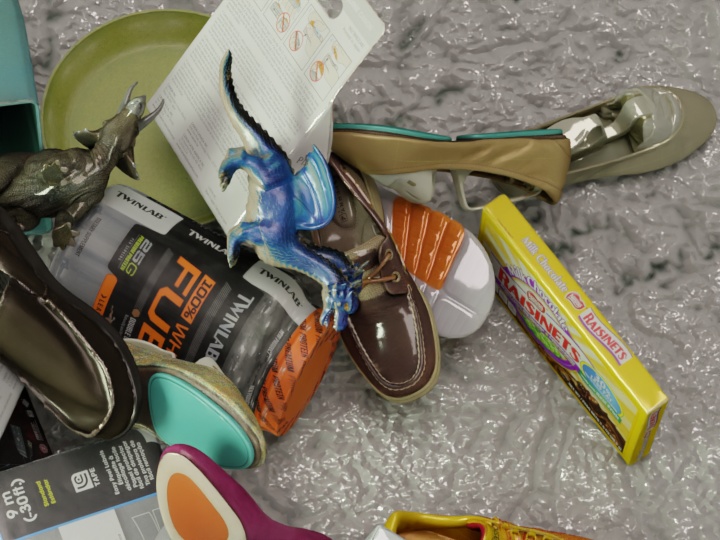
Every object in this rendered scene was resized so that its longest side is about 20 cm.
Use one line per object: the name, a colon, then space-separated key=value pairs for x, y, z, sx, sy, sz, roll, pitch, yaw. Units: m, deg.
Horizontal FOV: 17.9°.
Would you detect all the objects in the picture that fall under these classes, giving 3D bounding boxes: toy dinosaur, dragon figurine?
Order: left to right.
toy dinosaur: x=-0.233 y=-0.059 z=1.630 sx=0.199 sy=0.102 sz=0.077 roll=-18 pitch=106 yaw=16
dragon figurine: x=-0.048 y=-0.056 z=1.598 sx=0.098 sy=0.059 sz=0.202 roll=-6 pitch=92 yaw=-1

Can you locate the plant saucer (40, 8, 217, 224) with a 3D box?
plant saucer: x=-0.151 y=-0.114 z=1.792 sx=0.198 sy=0.031 sz=0.202 roll=1 pitch=62 yaw=-2

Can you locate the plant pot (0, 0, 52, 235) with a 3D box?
plant pot: x=-0.316 y=-0.143 z=1.735 sx=0.140 sy=0.142 sz=0.201 roll=-6 pitch=50 yaw=-7

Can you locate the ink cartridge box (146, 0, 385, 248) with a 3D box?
ink cartridge box: x=-0.060 y=-0.142 z=1.683 sx=0.200 sy=0.050 sz=0.161 roll=-50 pitch=49 yaw=19

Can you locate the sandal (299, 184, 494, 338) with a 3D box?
sandal: x=0.023 y=-0.022 z=1.737 sx=0.206 sy=0.059 sz=0.079 roll=35 pitch=89 yaw=23

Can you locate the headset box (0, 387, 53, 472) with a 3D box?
headset box: x=-0.326 y=0.090 z=1.585 sx=0.075 sy=0.199 sz=0.149 roll=-39 pitch=63 yaw=27

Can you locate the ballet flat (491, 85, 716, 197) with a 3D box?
ballet flat: x=0.196 y=-0.107 z=1.792 sx=0.199 sy=0.070 sz=0.070 roll=-20 pitch=66 yaw=-14

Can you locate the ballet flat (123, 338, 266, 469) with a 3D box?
ballet flat: x=-0.135 y=0.082 z=1.579 sx=0.199 sy=0.071 sz=0.071 roll=14 pitch=60 yaw=30

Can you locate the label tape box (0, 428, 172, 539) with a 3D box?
label tape box: x=-0.213 y=0.208 z=1.568 sx=0.199 sy=0.063 sz=0.145 roll=-16 pitch=75 yaw=-26

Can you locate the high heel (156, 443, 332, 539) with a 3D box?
high heel: x=-0.077 y=0.167 z=1.571 sx=0.067 sy=0.201 sz=0.096 roll=0 pitch=44 yaw=28

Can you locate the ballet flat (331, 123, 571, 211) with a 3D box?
ballet flat: x=0.066 y=-0.076 z=1.697 sx=0.198 sy=0.069 sz=0.064 roll=1 pitch=93 yaw=-17

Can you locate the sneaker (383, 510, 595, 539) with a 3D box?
sneaker: x=0.108 y=0.211 z=1.616 sx=0.198 sy=0.077 sz=0.074 roll=4 pitch=61 yaw=-4

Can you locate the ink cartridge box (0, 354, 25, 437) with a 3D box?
ink cartridge box: x=-0.313 y=0.025 z=1.556 sx=0.200 sy=0.050 sz=0.163 roll=39 pitch=28 yaw=-15

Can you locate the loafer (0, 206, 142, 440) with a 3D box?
loafer: x=-0.230 y=0.041 z=1.545 sx=0.200 sy=0.073 sz=0.071 roll=46 pitch=29 yaw=13

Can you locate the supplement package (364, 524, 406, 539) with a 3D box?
supplement package: x=0.021 y=0.305 z=1.527 sx=0.155 sy=0.111 sz=0.201 roll=31 pitch=65 yaw=-1

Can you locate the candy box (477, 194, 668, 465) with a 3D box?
candy box: x=0.153 y=0.044 z=1.690 sx=0.026 sy=0.102 sz=0.200 roll=-30 pitch=68 yaw=-18

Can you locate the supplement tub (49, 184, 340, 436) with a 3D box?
supplement tub: x=-0.122 y=0.032 z=1.667 sx=0.199 sy=0.123 sz=0.123 roll=27 pitch=64 yaw=11

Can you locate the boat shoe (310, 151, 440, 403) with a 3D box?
boat shoe: x=0.000 y=0.000 z=1.667 sx=0.072 sy=0.072 sz=0.201 roll=-21 pitch=70 yaw=12
